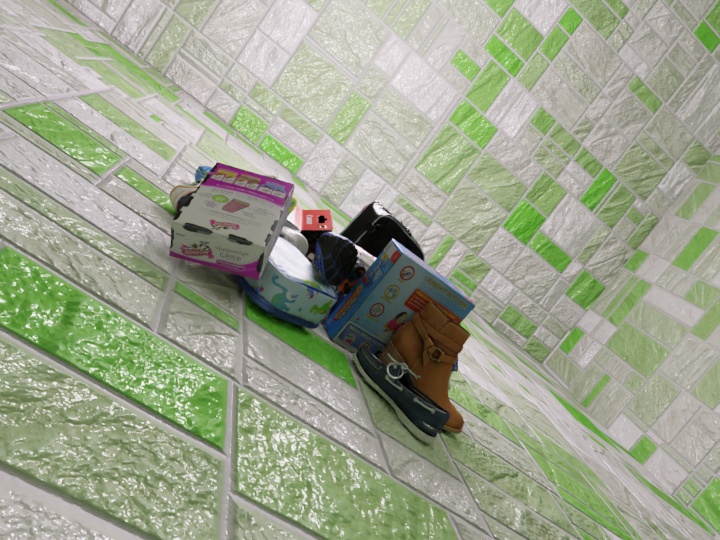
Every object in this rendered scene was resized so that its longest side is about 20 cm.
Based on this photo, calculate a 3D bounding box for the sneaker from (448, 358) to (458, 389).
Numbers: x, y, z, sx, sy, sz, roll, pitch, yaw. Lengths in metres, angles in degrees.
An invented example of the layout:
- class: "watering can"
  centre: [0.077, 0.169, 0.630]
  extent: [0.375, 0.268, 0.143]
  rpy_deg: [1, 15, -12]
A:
- class: "sneaker"
  centre: [0.171, 0.161, 1.259]
  extent: [0.077, 0.075, 0.202]
  rpy_deg: [55, -27, 38]

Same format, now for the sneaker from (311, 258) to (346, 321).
- class: "sneaker"
  centre: [-0.042, 0.047, 1.229]
  extent: [0.114, 0.081, 0.200]
  rpy_deg: [33, 8, -21]

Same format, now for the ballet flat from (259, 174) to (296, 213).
- class: "ballet flat"
  centre: [-0.179, -0.154, 1.260]
  extent: [0.067, 0.067, 0.200]
  rpy_deg: [54, -8, -37]

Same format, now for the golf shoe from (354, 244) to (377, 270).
- class: "golf shoe"
  centre: [0.000, 0.000, 1.203]
  extent: [0.199, 0.073, 0.092]
  rpy_deg: [34, 3, 43]

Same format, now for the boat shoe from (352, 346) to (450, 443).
- class: "boat shoe"
  centre: [0.062, 0.182, 1.003]
  extent: [0.074, 0.062, 0.200]
  rpy_deg: [26, 14, -48]

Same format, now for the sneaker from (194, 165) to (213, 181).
- class: "sneaker"
  centre: [-0.312, -0.173, 1.352]
  extent: [0.103, 0.077, 0.200]
  rpy_deg: [18, 12, -9]

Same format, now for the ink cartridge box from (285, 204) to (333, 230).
- class: "ink cartridge box"
  centre: [-0.160, -0.127, 1.352]
  extent: [0.196, 0.058, 0.163]
  rpy_deg: [-6, 22, -3]

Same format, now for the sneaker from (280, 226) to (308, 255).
- class: "sneaker"
  centre: [-0.164, -0.051, 1.191]
  extent: [0.080, 0.078, 0.198]
  rpy_deg: [18, 3, 38]

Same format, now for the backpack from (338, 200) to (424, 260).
- class: "backpack"
  centre: [0.044, -0.041, 1.466]
  extent: [0.199, 0.178, 0.151]
  rpy_deg: [39, 11, -28]

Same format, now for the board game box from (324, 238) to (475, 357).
- class: "board game box"
  centre: [0.071, 0.078, 1.131]
  extent: [0.199, 0.197, 0.056]
  rpy_deg: [33, 13, -31]

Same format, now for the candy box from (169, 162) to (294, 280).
- class: "candy box"
  centre: [-0.186, -0.079, 0.949]
  extent: [0.134, 0.062, 0.201]
  rpy_deg: [16, 33, -1]

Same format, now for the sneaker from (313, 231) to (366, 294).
- class: "sneaker"
  centre: [-0.049, -0.017, 1.061]
  extent: [0.078, 0.076, 0.200]
  rpy_deg: [37, -11, 17]

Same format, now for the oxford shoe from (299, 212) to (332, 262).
- class: "oxford shoe"
  centre: [-0.104, -0.061, 1.372]
  extent: [0.072, 0.084, 0.202]
  rpy_deg: [33, 38, -19]

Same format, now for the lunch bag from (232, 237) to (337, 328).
- class: "lunch bag"
  centre: [-0.143, 0.000, 1.025]
  extent: [0.200, 0.083, 0.160]
  rpy_deg: [44, 9, 36]

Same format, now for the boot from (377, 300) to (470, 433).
- class: "boot"
  centre: [0.139, 0.166, 1.086]
  extent: [0.200, 0.155, 0.074]
  rpy_deg: [42, 8, -1]

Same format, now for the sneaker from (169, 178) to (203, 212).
- class: "sneaker"
  centre: [-0.269, -0.121, 1.149]
  extent: [0.079, 0.079, 0.200]
  rpy_deg: [44, 10, 9]
